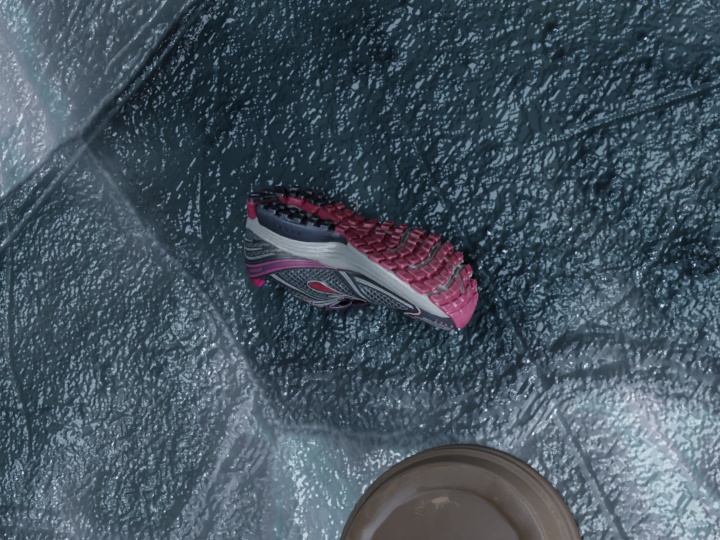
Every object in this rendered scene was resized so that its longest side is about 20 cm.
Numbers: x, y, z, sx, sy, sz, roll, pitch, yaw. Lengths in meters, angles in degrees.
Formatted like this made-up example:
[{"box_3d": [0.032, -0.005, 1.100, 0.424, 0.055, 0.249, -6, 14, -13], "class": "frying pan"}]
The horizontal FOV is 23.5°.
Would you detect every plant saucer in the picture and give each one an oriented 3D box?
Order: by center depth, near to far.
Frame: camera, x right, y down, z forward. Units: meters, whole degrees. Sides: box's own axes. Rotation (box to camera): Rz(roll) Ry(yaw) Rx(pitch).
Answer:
[{"box_3d": [0.064, 0.222, 1.227, 0.199, 0.029, 0.201, -7, 75, 25], "class": "plant saucer"}]

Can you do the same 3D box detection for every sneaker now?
[{"box_3d": [0.000, 0.000, 1.295, 0.199, 0.080, 0.075, 24, 118, 30], "class": "sneaker"}]
